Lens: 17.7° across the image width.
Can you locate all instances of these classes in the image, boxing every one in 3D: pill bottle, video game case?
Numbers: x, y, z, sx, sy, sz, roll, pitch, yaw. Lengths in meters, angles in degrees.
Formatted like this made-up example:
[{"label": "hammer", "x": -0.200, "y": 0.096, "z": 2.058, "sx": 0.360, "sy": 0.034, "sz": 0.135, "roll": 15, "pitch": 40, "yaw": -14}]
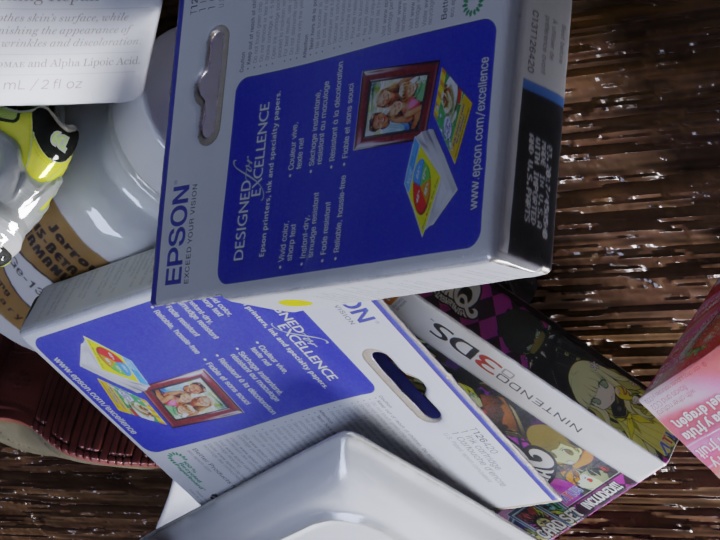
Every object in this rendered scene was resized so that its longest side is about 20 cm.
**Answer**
[{"label": "pill bottle", "x": -0.116, "y": -0.041, "z": 1.171, "sx": 0.114, "sy": 0.114, "sz": 0.200, "roll": 46, "pitch": 140, "yaw": -7}, {"label": "video game case", "x": 0.042, "y": 0.070, "z": 1.179, "sx": 0.181, "sy": 0.036, "sz": 0.200, "roll": 35, "pitch": 148, "yaw": -7}]

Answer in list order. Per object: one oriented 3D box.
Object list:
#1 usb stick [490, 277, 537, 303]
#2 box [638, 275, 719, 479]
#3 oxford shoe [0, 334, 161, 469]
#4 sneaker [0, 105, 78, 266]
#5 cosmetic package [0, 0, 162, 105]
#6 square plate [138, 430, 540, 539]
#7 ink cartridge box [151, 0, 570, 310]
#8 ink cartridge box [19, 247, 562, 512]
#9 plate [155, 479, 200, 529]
[{"label": "usb stick", "x": 0.000, "y": 0.000, "z": 1.183, "sx": 0.200, "sy": 0.033, "sz": 0.056, "roll": -2, "pitch": 122, "yaw": 40}, {"label": "box", "x": 0.223, "y": 0.019, "z": 0.967, "sx": 0.095, "sy": 0.103, "sz": 0.200, "roll": 44, "pitch": 140, "yaw": -4}, {"label": "oxford shoe", "x": -0.171, "y": 0.081, "z": 1.385, "sx": 0.200, "sy": 0.071, "sz": 0.075, "roll": 15, "pitch": 161, "yaw": 26}, {"label": "sneaker", "x": -0.179, "y": -0.077, "z": 1.127, "sx": 0.075, "sy": 0.076, "sz": 0.200, "roll": 40, "pitch": -170, "yaw": -37}, {"label": "cosmetic package", "x": -0.133, "y": -0.175, "z": 1.016, "sx": 0.074, "sy": 0.102, "sz": 0.200, "roll": 56, "pitch": 141, "yaw": 43}, {"label": "square plate", "x": 0.011, "y": 0.165, "z": 1.192, "sx": 0.198, "sy": 0.028, "sz": 0.200, "roll": 33, "pitch": 143, "yaw": -22}, {"label": "ink cartridge box", "x": 0.001, "y": -0.085, "z": 0.980, "sx": 0.047, "sy": 0.198, "sz": 0.200, "roll": 17, "pitch": 163, "yaw": -42}, {"label": "ink cartridge box", "x": -0.031, "y": 0.057, "z": 1.130, "sx": 0.200, "sy": 0.047, "sz": 0.198, "roll": -18, "pitch": 128, "yaw": 35}, {"label": "plate", "x": -0.021, "y": 0.169, "z": 1.332, "sx": 0.199, "sy": 0.032, "sz": 0.200, "roll": 33, "pitch": 153, "yaw": 5}]
